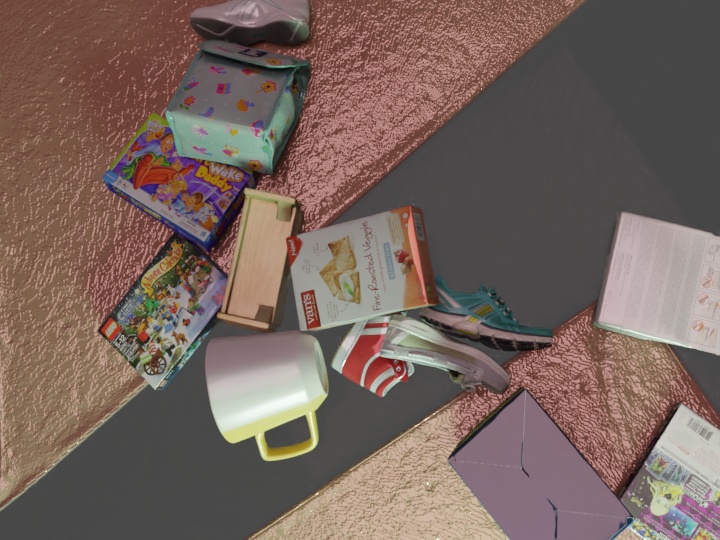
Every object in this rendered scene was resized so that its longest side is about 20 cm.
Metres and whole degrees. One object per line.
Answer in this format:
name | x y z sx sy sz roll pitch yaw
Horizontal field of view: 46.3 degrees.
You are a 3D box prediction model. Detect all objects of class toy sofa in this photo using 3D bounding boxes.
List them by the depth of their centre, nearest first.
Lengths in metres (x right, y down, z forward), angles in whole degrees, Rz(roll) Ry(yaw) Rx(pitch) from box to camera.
toy sofa | -0.146 -0.013 1.251 0.081 0.098 0.205 11 86 5

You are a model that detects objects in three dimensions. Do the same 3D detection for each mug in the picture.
mug | -0.123 0.165 1.221 0.149 0.188 0.152 -14 53 5

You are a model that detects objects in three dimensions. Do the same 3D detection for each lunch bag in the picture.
lunch bag | -0.178 -0.264 1.272 0.166 0.123 0.203 13 60 11

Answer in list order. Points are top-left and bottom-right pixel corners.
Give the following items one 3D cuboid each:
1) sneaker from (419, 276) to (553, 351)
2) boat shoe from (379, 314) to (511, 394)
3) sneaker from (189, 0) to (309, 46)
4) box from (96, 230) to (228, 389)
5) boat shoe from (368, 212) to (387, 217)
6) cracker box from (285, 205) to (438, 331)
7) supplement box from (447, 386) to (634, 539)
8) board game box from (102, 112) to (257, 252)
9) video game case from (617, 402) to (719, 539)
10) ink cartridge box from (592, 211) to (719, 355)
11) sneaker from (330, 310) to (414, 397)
sneaker | 0.182 0.063 1.200 0.196 0.078 0.081 18 78 12
boat shoe | 0.119 0.128 1.173 0.199 0.074 0.066 28 78 -18
sneaker | -0.172 -0.403 1.329 0.195 0.071 0.082 1 68 8
box | -0.295 0.061 1.303 0.136 0.038 0.201 39 91 12
boat shoe | -0.018 -0.037 1.250 0.197 0.065 0.075 -30 79 5
cracker box | 0.000 0.000 1.176 0.196 0.057 0.137 -14 82 22
supplement box | 0.229 0.272 1.098 0.134 0.200 0.201 -41 78 3
board game box | -0.279 -0.138 1.303 0.197 0.045 0.136 30 72 12
video game case | 0.466 0.311 1.134 0.198 0.036 0.183 34 90 13
ink cartridge box | 0.438 0.021 1.173 0.195 0.050 0.165 14 86 8
sneaker | 0.051 0.085 1.220 0.111 0.071 0.203 33 97 16
